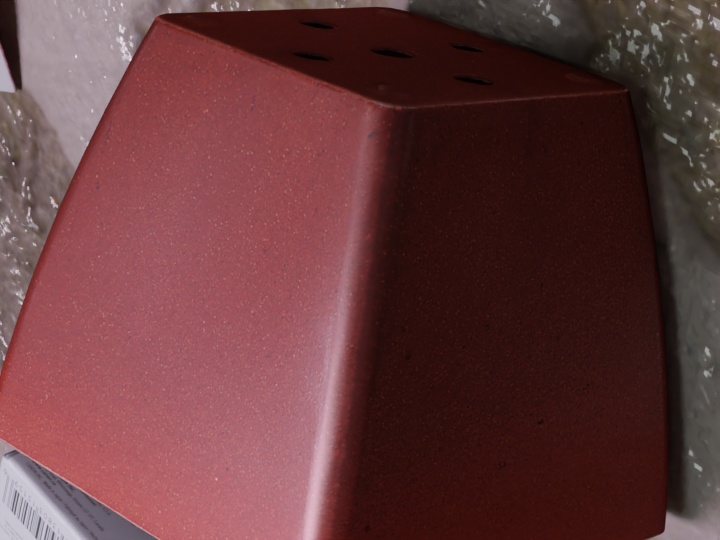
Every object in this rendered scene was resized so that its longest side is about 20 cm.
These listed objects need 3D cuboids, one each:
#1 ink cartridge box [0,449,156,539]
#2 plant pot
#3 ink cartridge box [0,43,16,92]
[{"bbox_3d":[-0.135,0.216,1.216,0.200,0.043,0.174,42,135,29],"label":"ink cartridge box"},{"bbox_3d":[0.000,0.000,0.850,0.200,0.199,0.177,25,114,41],"label":"plant pot"},{"bbox_3d":[-0.268,-0.188,1.141,0.176,0.045,0.200,6,132,23],"label":"ink cartridge box"}]
